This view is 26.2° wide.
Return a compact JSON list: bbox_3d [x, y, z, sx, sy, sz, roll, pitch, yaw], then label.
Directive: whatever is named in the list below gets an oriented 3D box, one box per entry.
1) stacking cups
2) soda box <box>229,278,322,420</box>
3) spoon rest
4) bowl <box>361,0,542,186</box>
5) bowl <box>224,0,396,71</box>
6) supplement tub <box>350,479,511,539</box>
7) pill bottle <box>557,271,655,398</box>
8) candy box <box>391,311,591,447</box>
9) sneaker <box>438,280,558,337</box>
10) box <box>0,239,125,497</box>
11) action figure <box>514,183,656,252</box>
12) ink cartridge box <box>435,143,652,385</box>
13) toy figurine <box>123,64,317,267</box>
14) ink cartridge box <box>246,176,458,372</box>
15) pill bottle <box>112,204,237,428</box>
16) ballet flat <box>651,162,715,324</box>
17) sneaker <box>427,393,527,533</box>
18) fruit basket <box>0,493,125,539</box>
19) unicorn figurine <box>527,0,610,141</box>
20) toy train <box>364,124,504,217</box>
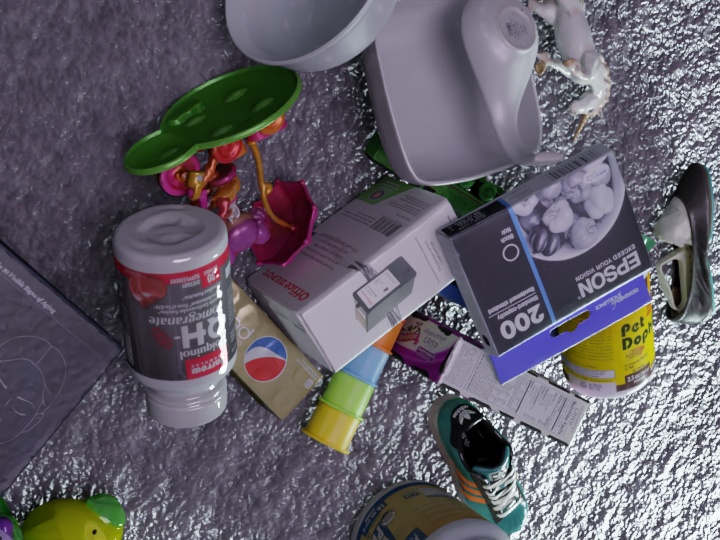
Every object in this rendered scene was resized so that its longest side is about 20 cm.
[{"bbox_3d":[0.007,0.101,1.703,0.060,0.060,0.201,29,88,-28],"label":"stacking cups"},{"bbox_3d":[-0.132,0.063,1.626,0.068,0.064,0.200,-46,117,-10],"label":"soda box"},{"bbox_3d":[0.156,-0.199,1.621,0.099,0.060,0.202,-3,74,-35],"label":"spoon rest"},{"bbox_3d":[0.088,-0.192,1.643,0.198,0.074,0.202,-17,93,-33],"label":"bowl"},{"bbox_3d":[-0.032,-0.275,1.543,0.090,0.200,0.202,35,85,-49],"label":"bowl"},{"bbox_3d":[0.090,0.328,1.717,0.143,0.200,0.146,-6,104,-25],"label":"supplement tub"},{"bbox_3d":[0.272,0.036,1.739,0.109,0.109,0.201,-24,125,-19],"label":"pill bottle"},{"bbox_3d":[0.141,0.118,1.731,0.199,0.136,0.061,28,90,-29],"label":"candy box"},{"bbox_3d":[0.159,0.019,1.755,0.199,0.070,0.078,27,94,-28],"label":"sneaker"},{"bbox_3d":[-0.370,0.078,1.478,0.197,0.124,0.200,-49,117,-7],"label":"box"},{"bbox_3d":[0.248,-0.038,1.798,0.199,0.055,0.119,37,87,-24],"label":"action figure"},{"bbox_3d":[0.202,0.001,1.611,0.197,0.043,0.201,-29,115,-8],"label":"ink cartridge box"},{"bbox_3d":[-0.121,-0.077,1.562,0.199,0.150,0.185,-36,124,-24],"label":"toy figurine"},{"bbox_3d":[0.000,0.000,1.629,0.199,0.145,0.084,-37,116,-14],"label":"ink cartridge box"},{"bbox_3d":[-0.176,0.047,1.500,0.110,0.111,0.202,-16,123,-22],"label":"pill bottle"},{"bbox_3d":[0.390,-0.027,1.861,0.068,0.068,0.202,-11,106,-15],"label":"ballet flat"},{"bbox_3d":[0.147,0.235,1.790,0.071,0.080,0.201,-38,115,-14],"label":"sneaker"},{"bbox_3d":[-0.326,0.302,1.549,0.213,0.156,0.218,-3,110,-8],"label":"fruit basket"},{"bbox_3d":[0.231,-0.245,1.715,0.137,0.073,0.202,-9,96,-56],"label":"unicorn figurine"},{"bbox_3d":[0.089,-0.101,1.712,0.199,0.042,0.057,31,97,-28],"label":"toy train"}]
